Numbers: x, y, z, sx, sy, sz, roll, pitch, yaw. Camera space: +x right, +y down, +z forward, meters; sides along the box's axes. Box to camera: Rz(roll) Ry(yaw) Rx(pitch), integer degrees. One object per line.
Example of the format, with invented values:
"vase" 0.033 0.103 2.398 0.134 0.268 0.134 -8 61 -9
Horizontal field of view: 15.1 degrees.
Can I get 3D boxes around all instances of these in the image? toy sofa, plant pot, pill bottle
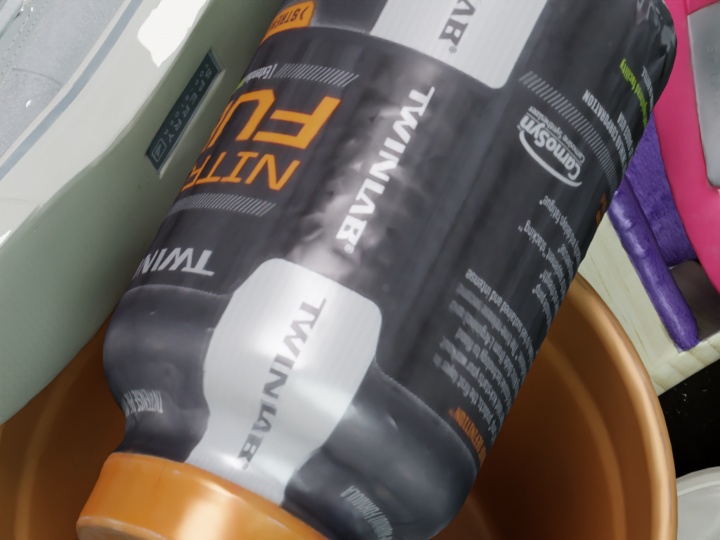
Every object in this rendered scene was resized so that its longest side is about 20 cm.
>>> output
"toy sofa" 0.065 -0.062 0.859 0.097 0.083 0.201 -30 109 -4
"plant pot" -0.013 0.085 0.822 0.199 0.140 0.201 1 70 -2
"pill bottle" 0.000 0.000 0.724 0.106 0.106 0.201 34 69 -20

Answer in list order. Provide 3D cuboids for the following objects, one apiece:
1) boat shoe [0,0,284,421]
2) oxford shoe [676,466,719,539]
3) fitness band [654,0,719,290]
"boat shoe" -0.089 -0.041 0.755 0.071 0.070 0.201 25 69 22
"oxford shoe" 0.071 0.142 0.910 0.200 0.058 0.075 -39 104 10
"fitness band" 0.149 -0.068 0.843 0.143 0.037 0.201 10 73 -41
